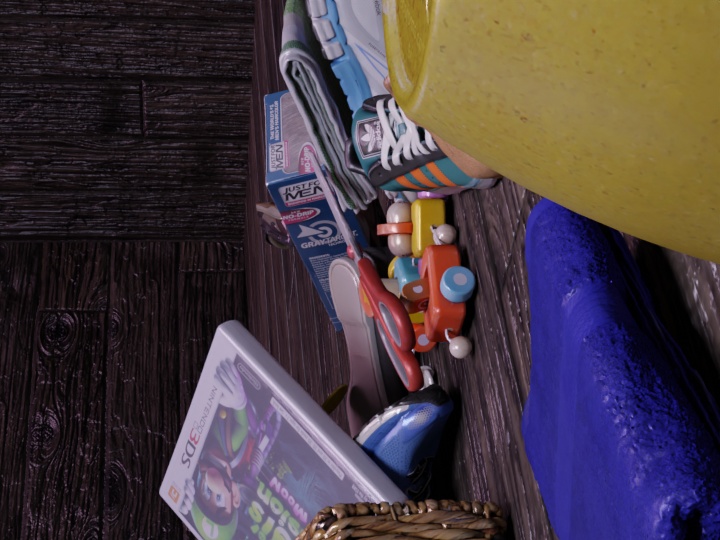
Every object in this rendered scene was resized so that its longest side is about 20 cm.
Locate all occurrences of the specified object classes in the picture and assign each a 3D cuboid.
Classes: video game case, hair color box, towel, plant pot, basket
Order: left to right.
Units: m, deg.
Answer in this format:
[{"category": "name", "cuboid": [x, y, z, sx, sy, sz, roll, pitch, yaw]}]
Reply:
[{"category": "video game case", "cuboid": [-0.064, 0.166, 1.116, 0.200, 0.023, 0.182, 43, 129, 28]}, {"category": "hair color box", "cuboid": [-0.022, -0.050, 1.258, 0.200, 0.060, 0.100, 66, -165, -49]}, {"category": "towel", "cuboid": [-0.017, -0.158, 1.164, 0.200, 0.031, 0.149, -85, -23, -50]}, {"category": "basket", "cuboid": [0.016, 0.251, 0.923, 0.200, 0.142, 0.149, 99, 169, -51]}, {"category": "towel", "cuboid": [0.108, 0.077, 0.608, 0.200, 0.049, 0.148, -102, 7, -56]}, {"category": "plant pot", "cuboid": [0.082, -0.092, 0.415, 0.200, 0.141, 0.201, 179, 90, -82]}]

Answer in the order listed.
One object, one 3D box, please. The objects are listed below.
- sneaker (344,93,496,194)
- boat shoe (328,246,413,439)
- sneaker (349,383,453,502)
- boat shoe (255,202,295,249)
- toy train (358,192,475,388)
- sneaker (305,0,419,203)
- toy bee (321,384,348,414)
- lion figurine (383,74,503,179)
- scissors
[{"category": "sneaker", "cuboid": [0.038, -0.083, 0.970, 0.200, 0.080, 0.072, 144, 125, -77]}, {"category": "boat shoe", "cuboid": [0.022, 0.077, 1.232, 0.067, 0.057, 0.201, 17, 120, 55]}, {"category": "sneaker", "cuboid": [0.033, 0.169, 1.094, 0.089, 0.078, 0.200, 36, 125, 27]}, {"category": "boat shoe", "cuboid": [-0.109, -0.063, 2.141, 0.200, 0.072, 0.065, -171, 86, -76]}, {"category": "toy train", "cuboid": [0.036, 0.022, 1.098, 0.200, 0.055, 0.151, 104, 164, -61]}, {"category": "sneaker", "cuboid": [0.030, -0.135, 1.095, 0.075, 0.086, 0.200, -97, -14, -57]}, {"category": "toy bee", "cuboid": [-0.049, 0.163, 1.218, 0.200, 0.131, 0.109, 66, 164, -1]}, {"category": "lion figurine", "cuboid": [0.070, -0.093, 0.787, 0.123, 0.072, 0.200, 58, 173, 15]}, {"category": "scissors", "cuboid": [0.000, 0.000, 1.073, 0.073, 0.014, 0.200, 79, 166, -48]}]
